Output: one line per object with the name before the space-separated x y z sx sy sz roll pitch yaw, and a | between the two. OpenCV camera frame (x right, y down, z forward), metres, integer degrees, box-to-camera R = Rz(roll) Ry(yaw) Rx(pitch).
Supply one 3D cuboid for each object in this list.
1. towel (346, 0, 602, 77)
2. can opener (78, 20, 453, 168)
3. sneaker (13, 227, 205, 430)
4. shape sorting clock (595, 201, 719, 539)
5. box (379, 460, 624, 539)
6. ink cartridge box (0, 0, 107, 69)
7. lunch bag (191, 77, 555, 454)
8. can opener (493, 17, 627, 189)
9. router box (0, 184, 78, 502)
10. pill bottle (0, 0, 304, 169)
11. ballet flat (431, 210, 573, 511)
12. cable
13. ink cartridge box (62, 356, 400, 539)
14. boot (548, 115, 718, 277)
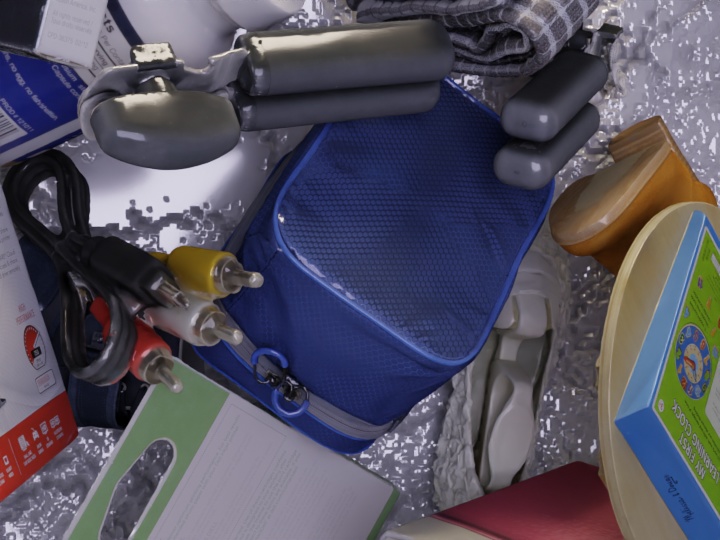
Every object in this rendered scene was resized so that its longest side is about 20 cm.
towel | 0.089 -0.181 1.119 0.086 0.200 0.166 46 75 -18
can opener | -0.044 -0.084 1.018 0.198 0.053 0.067 -12 62 -27
sneaker | -0.163 0.090 1.115 0.145 0.077 0.204 17 86 5
shape sorting clock | 0.174 0.065 1.083 0.199 0.039 0.202 9 79 -56
box | 0.101 0.193 1.107 0.199 0.108 0.129 -12 113 -53
ink cartridge box | -0.186 -0.213 1.013 0.043 0.197 0.202 16 89 -53
lunch bag | 0.000 0.000 1.112 0.135 0.132 0.201 37 50 -6
can opener | 0.106 -0.095 1.139 0.066 0.200 0.053 11 114 13
router box | -0.209 0.025 0.969 0.048 0.200 0.181 -15 98 12
pill bottle | -0.136 -0.138 1.075 0.199 0.116 0.117 -21 95 20
ballet flat | 0.089 0.053 1.190 0.071 0.072 0.202 9 88 -12
cable | -0.136 0.005 1.074 0.097 0.199 0.050 -50 131 -9
ink cartridge box | -0.082 0.140 1.116 0.200 0.048 0.146 35 83 -40
boot | 0.175 0.001 1.149 0.070 0.201 0.145 -25 98 23
